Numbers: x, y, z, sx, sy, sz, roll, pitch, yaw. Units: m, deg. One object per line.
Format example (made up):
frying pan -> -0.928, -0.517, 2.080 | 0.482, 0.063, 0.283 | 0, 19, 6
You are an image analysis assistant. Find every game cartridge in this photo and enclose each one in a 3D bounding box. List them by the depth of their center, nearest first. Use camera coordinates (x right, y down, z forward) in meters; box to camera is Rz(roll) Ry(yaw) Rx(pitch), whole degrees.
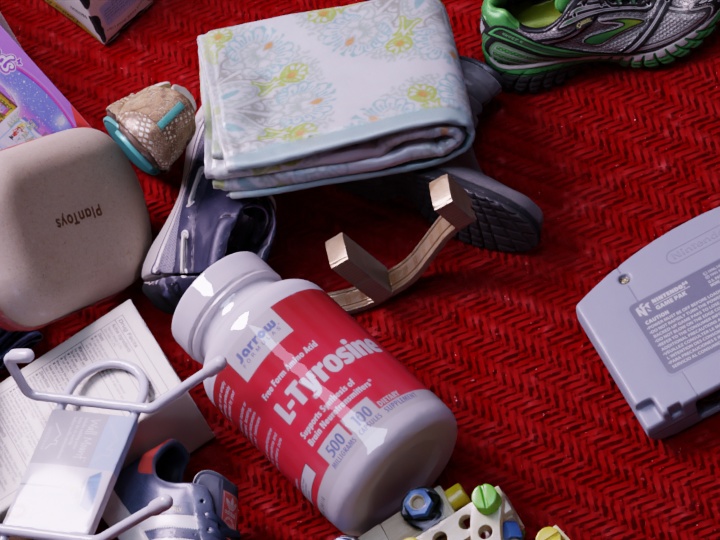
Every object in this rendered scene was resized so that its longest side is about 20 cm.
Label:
game cartridge -> 0.259, 0.021, 1.605 | 0.199, 0.042, 0.134 | -27, 49, -1

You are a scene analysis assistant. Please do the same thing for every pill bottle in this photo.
pill bottle -> -0.036, 0.080, 1.595 | 0.112, 0.112, 0.200 | -42, 63, -13

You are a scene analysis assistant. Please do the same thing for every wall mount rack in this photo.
wall mount rack -> -0.178, 0.121, 1.548 | 0.172, 0.075, 0.201 | 3, 50, 20

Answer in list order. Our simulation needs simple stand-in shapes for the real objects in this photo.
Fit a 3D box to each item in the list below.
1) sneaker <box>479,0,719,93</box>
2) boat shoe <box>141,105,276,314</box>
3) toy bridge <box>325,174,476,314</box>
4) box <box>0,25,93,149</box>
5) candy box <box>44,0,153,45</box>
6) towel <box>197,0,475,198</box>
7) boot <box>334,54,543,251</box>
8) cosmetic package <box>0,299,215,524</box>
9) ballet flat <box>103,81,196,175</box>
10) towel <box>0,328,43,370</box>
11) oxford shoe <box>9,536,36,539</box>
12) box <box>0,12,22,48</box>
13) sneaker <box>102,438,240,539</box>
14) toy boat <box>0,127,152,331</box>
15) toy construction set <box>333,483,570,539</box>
sneaker -> 0.186, -0.197, 1.745 | 0.198, 0.085, 0.079 | -17, 53, 5
boat shoe -> -0.090, -0.060, 1.730 | 0.092, 0.074, 0.201 | -9, 56, 46
toy bridge -> 0.000, 0.000, 1.679 | 0.199, 0.067, 0.027 | -30, 50, 21
box -> -0.300, -0.110, 1.788 | 0.137, 0.200, 0.039 | -45, 13, -15
candy box -> -0.260, -0.294, 1.881 | 0.061, 0.201, 0.136 | -43, 54, -14
towel -> -0.022, -0.134, 1.712 | 0.198, 0.048, 0.172 | -9, 44, 0
boot -> 0.075, -0.101, 1.730 | 0.199, 0.070, 0.132 | 25, 62, 25
cosmetic package -> -0.218, 0.124, 1.663 | 0.199, 0.073, 0.104 | -32, 54, -5
ballet flat -> -0.153, -0.111, 1.751 | 0.065, 0.071, 0.200 | -43, 12, -4
towel -> -0.316, 0.074, 1.684 | 0.111, 0.049, 0.200 | -11, 18, 18
oxford shoe -> -0.224, 0.220, 1.558 | 0.198, 0.084, 0.073 | 12, 94, 10
box -> -0.420, -0.196, 1.884 | 0.200, 0.172, 0.199 | -44, 54, -14
sneaker -> -0.104, 0.190, 1.577 | 0.084, 0.075, 0.200 | -43, 54, -2
toy boat -> -0.250, -0.026, 1.719 | 0.130, 0.132, 0.200 | -14, 6, 35
toy construction set -> 0.045, 0.212, 1.514 | 0.199, 0.092, 0.132 | -25, 57, -10
